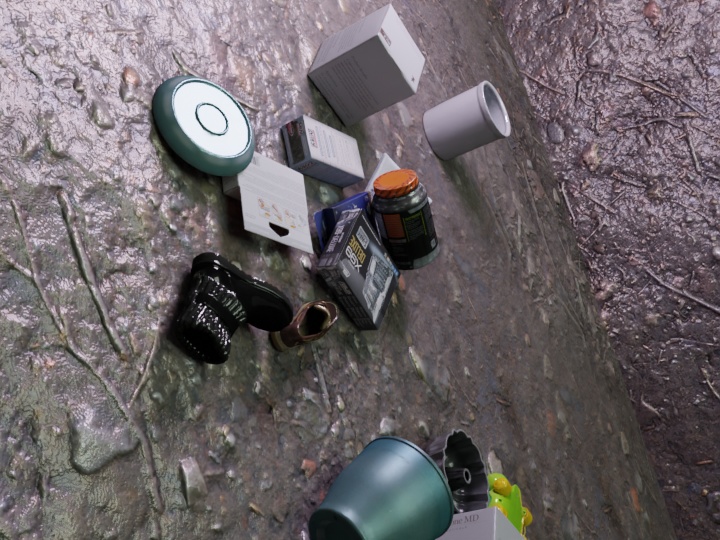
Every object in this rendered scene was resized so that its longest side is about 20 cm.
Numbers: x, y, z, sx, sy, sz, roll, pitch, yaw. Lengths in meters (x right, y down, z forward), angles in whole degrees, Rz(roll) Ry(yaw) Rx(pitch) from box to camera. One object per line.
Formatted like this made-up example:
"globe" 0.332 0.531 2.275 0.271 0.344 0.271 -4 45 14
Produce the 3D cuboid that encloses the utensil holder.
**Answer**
"utensil holder" 0.304 -0.426 2.288 0.170 0.200 0.170 36 44 -45

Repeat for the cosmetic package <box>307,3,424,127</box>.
"cosmetic package" 0.017 -0.472 1.837 0.165 0.200 0.165 51 34 -30

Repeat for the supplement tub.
"supplement tub" 0.096 -0.112 1.739 0.123 0.122 0.200 -64 145 -52

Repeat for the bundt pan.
"bundt pan" 0.195 0.443 1.692 0.202 0.076 0.202 36 44 -45

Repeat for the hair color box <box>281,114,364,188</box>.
"hair color box" -0.076 -0.248 1.685 0.200 0.061 0.099 12 61 -57

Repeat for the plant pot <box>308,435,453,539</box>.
"plant pot" 0.021 0.410 1.326 0.188 0.200 0.200 -27 96 -45

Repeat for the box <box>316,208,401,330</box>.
"box" 0.000 0.000 1.615 0.200 0.050 0.158 58 42 -36

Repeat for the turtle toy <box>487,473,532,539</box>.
"turtle toy" 0.315 0.544 1.805 0.146 0.101 0.200 55 32 -23

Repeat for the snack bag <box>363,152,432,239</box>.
"snack bag" 0.077 -0.138 1.829 0.200 0.021 0.189 41 66 -37

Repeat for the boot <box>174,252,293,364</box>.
"boot" -0.196 0.083 1.254 0.211 0.079 0.158 33 38 -32

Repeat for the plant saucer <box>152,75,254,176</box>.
"plant saucer" -0.260 -0.256 1.367 0.200 0.027 0.200 25 50 -33

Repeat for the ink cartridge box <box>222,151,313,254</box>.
"ink cartridge box" -0.171 -0.124 1.467 0.200 0.044 0.174 20 56 -53

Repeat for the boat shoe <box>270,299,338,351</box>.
"boat shoe" -0.083 0.093 1.449 0.200 0.072 0.072 -20 89 -61

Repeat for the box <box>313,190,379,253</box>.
"box" -0.024 -0.087 1.667 0.200 0.032 0.121 -32 113 -56

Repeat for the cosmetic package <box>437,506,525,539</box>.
"cosmetic package" 0.226 0.603 1.552 0.166 0.167 0.200 50 34 -30
